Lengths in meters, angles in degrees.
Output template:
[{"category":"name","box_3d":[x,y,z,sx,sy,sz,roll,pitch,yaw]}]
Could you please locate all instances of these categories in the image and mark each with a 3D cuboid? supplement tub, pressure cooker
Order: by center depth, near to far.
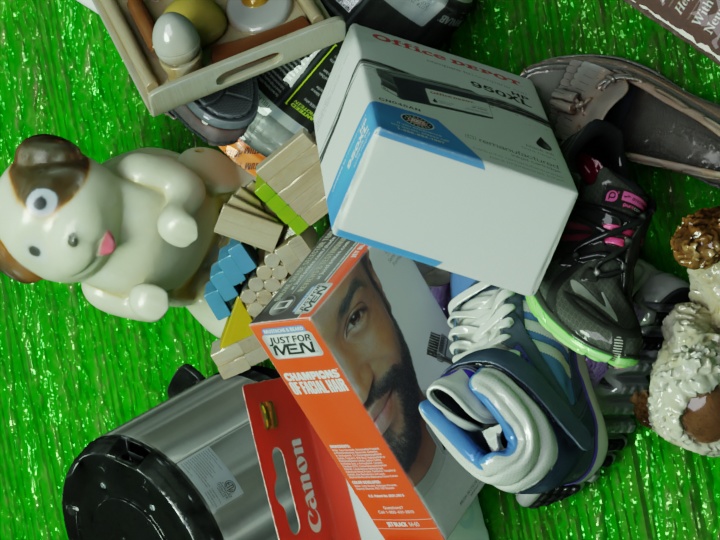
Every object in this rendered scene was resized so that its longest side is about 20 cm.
[{"category":"supplement tub","box_3d":[-0.022,-0.162,1.756,0.123,0.123,0.200,48,109,16]},{"category":"pressure cooker","box_3d":[-0.094,0.168,1.771,0.179,0.200,0.176,5,116,45]}]

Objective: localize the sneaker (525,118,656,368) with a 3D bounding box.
[{"category":"sneaker","box_3d":[0.156,-0.022,1.612,0.084,0.077,0.200,-52,33,42]}]

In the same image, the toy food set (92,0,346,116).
[{"category":"toy food set","box_3d":[-0.111,-0.202,1.675,0.143,0.060,0.200,-23,50,-7]}]

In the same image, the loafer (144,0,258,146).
[{"category":"loafer","box_3d":[-0.130,-0.149,1.729,0.200,0.072,0.063,59,139,39]}]

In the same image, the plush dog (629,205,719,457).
[{"category":"plush dog","box_3d":[0.263,0.042,1.623,0.160,0.200,0.172,21,92,59]}]

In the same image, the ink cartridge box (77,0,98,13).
[{"category":"ink cartridge box","box_3d":[-0.154,-0.256,1.837,0.200,0.085,0.146,31,105,19]}]

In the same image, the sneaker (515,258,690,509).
[{"category":"sneaker","box_3d":[0.161,0.078,1.714,0.081,0.075,0.200,38,104,33]}]

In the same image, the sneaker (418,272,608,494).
[{"category":"sneaker","box_3d":[0.085,0.054,1.598,0.081,0.146,0.200,-31,70,28]}]

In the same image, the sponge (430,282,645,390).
[{"category":"sponge","box_3d":[0.104,0.020,1.718,0.200,0.030,0.112,43,109,41]}]

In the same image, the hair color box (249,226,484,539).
[{"category":"hair color box","box_3d":[0.019,0.078,1.659,0.064,0.111,0.200,-7,124,44]}]

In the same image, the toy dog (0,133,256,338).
[{"category":"toy dog","box_3d":[-0.180,-0.044,1.781,0.194,0.200,0.140,45,117,31]}]

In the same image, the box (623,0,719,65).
[{"category":"box","box_3d":[0.241,-0.244,1.604,0.200,0.164,0.166,37,107,20]}]

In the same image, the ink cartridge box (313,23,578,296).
[{"category":"ink cartridge box","box_3d":[0.053,-0.079,1.625,0.145,0.200,0.084,17,113,-13]}]

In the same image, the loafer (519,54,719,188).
[{"category":"loafer","box_3d":[0.194,-0.107,1.687,0.200,0.063,0.072,21,100,23]}]

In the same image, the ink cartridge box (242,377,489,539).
[{"category":"ink cartridge box","box_3d":[0.007,0.141,1.711,0.047,0.200,0.160,-17,85,33]}]

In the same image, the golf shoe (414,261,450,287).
[{"category":"golf shoe","box_3d":[0.000,0.000,1.740,0.200,0.092,0.075,-41,56,33]}]

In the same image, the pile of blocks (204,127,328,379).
[{"category":"pile of blocks","box_3d":[-0.070,-0.020,1.744,0.082,0.062,0.200,22,112,-9]}]
